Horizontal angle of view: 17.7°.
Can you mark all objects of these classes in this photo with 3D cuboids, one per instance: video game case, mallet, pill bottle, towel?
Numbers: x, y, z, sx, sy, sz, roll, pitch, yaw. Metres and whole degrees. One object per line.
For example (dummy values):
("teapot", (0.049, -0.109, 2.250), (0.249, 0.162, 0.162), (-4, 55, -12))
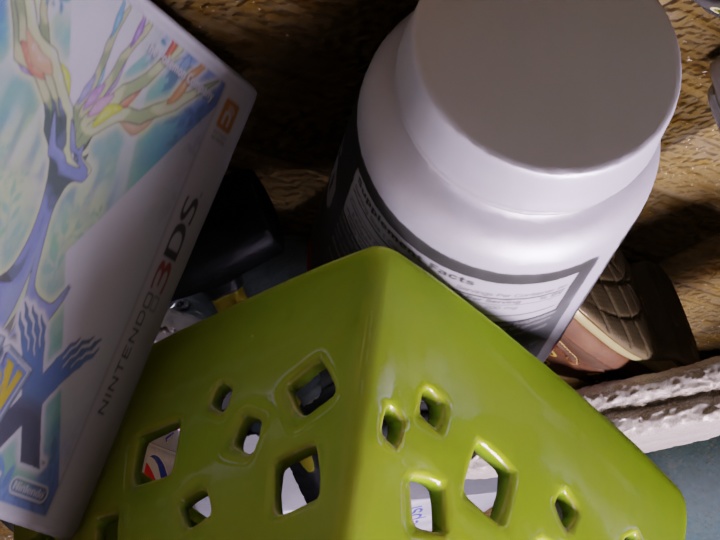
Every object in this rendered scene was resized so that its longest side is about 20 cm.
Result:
("video game case", (-0.113, -0.012, 0.770), (0.022, 0.183, 0.200), (19, 172, 26))
("mallet", (-0.026, 0.048, 0.977), (0.066, 0.200, 0.041), (-30, -160, 7))
("pill bottle", (0.047, -0.036, 0.874), (0.113, 0.114, 0.200), (-9, 158, -14))
("towel", (0.140, 0.070, 1.146), (0.199, 0.035, 0.132), (-15, 169, 21))

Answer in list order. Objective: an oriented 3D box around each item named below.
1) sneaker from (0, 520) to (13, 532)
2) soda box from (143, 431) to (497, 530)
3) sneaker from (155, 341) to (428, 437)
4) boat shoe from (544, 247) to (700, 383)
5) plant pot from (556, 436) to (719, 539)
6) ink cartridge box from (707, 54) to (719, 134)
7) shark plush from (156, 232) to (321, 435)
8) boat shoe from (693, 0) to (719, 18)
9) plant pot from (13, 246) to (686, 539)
("sneaker", (-0.153, 0.058, 0.985), (0.069, 0.100, 0.200), (-23, 154, 19))
("soda box", (-0.020, 0.107, 1.249), (0.199, 0.069, 0.063), (-2, 156, -32))
("sneaker", (-0.047, 0.068, 1.089), (0.199, 0.100, 0.071), (-19, 160, 13))
("boat shoe", (0.105, 0.024, 1.119), (0.067, 0.072, 0.200), (-24, 160, 18))
("plant pot", (0.196, 0.163, 1.345), (0.195, 0.201, 0.196), (-4, 159, -27))
("ink cartridge box", (0.242, -0.064, 0.889), (0.085, 0.147, 0.200), (-3, 156, -33))
("shark plush", (0.000, 0.000, 1.005), (0.199, 0.091, 0.084), (-12, 129, 7))
("boat shoe", (0.204, -0.119, 0.800), (0.201, 0.072, 0.060), (-17, 159, 41))
("plant pot", (-0.011, 0.140, 0.864), (0.198, 0.182, 0.200), (-25, 130, 35))
